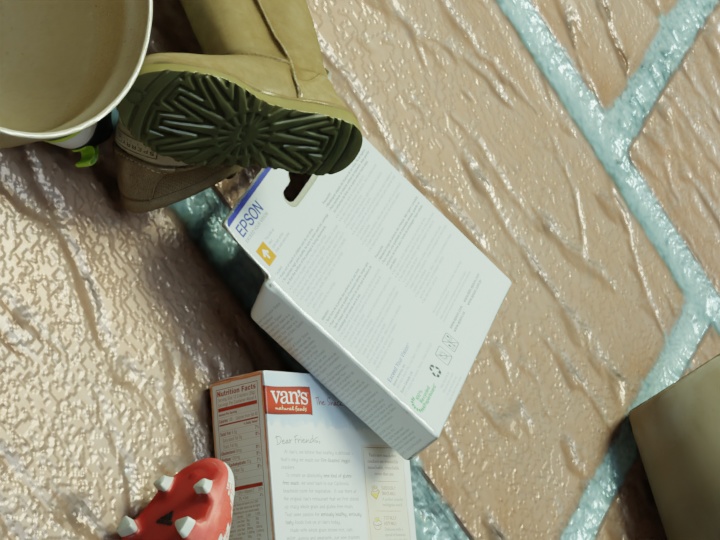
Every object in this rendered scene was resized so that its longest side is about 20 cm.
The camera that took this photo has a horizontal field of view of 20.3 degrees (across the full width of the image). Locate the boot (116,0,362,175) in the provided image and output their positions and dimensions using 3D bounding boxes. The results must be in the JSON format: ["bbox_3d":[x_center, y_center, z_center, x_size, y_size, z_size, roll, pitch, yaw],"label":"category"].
[{"bbox_3d":[-0.096,-0.149,1.287,0.174,0.066,0.201,15,36,-34],"label":"boot"}]

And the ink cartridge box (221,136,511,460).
[{"bbox_3d":[0.000,0.000,1.364,0.200,0.041,0.200,45,35,-9],"label":"ink cartridge box"}]

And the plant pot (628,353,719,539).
[{"bbox_3d":[0.306,0.154,1.584,0.199,0.200,0.174,-24,80,-46],"label":"plant pot"}]

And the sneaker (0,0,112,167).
[{"bbox_3d":[-0.186,-0.164,1.261,0.083,0.071,0.202,34,53,-64],"label":"sneaker"}]

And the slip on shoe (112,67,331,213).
[{"bbox_3d":[-0.091,-0.093,1.330,0.200,0.076,0.061,-36,143,-53],"label":"slip on shoe"}]

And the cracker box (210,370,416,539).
[{"bbox_3d":[-0.027,0.170,1.316,0.133,0.057,0.202,8,74,-45],"label":"cracker box"}]

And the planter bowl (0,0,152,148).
[{"bbox_3d":[-0.235,-0.156,1.142,0.199,0.134,0.202,16,67,-41],"label":"planter bowl"}]

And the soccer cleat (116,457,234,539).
[{"bbox_3d":[-0.114,0.212,1.214,0.085,0.068,0.201,43,54,-40],"label":"soccer cleat"}]
